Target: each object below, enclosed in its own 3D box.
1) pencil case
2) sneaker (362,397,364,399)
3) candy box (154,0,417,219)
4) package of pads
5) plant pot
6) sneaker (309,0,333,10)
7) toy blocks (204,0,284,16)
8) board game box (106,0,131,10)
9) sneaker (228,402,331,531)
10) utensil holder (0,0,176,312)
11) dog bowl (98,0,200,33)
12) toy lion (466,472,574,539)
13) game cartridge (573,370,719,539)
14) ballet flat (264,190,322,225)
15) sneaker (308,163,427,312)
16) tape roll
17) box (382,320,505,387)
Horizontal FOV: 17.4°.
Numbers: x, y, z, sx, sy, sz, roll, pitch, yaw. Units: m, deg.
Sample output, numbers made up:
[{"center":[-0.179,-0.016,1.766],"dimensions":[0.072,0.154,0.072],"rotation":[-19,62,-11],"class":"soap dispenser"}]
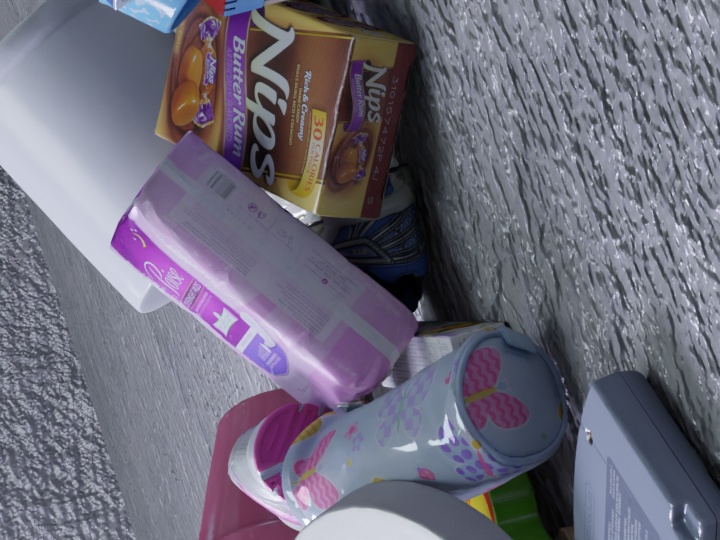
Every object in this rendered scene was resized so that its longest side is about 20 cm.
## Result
[{"center":[0.036,0.101,1.399],"dimensions":[0.200,0.083,0.091],"rotation":[-31,34,51],"class":"pencil case"},{"center":[-0.055,0.029,1.850],"dimensions":[0.082,0.077,0.201],"rotation":[-169,65,-82],"class":"sneaker"},{"center":[-0.052,-0.117,1.526],"dimensions":[0.200,0.056,0.117],"rotation":[27,109,49],"class":"candy box"},{"center":[-0.063,0.008,1.518],"dimensions":[0.200,0.076,0.121],"rotation":[39,160,-1],"class":"package of pads"},{"center":[-0.040,0.194,1.763],"dimensions":[0.200,0.199,0.180],"rotation":[96,171,-56],"class":"plant pot"},{"center":[-0.059,-0.196,1.650],"dimensions":[0.090,0.067,0.200],"rotation":[101,152,-44],"class":"sneaker"},{"center":[-0.025,-0.211,1.328],"dimensions":[0.200,0.136,0.100],"rotation":[113,140,-68],"class":"toy blocks"},{"center":[-0.072,-0.266,1.322],"dimensions":[0.043,0.199,0.200],"rotation":[47,155,23],"class":"board game box"},{"center":[-0.003,0.143,1.564],"dimensions":[0.088,0.200,0.082],"rotation":[-5,58,58],"class":"sneaker"},{"center":[-0.172,-0.092,1.742],"dimensions":[0.200,0.170,0.170],"rotation":[48,162,8],"class":"utensil holder"},{"center":[-0.087,-0.235,1.491],"dimensions":[0.050,0.200,0.111],"rotation":[37,-169,-2],"class":"dog bowl"},{"center":[0.102,0.202,1.453],"dimensions":[0.192,0.068,0.201],"rotation":[-124,22,-71],"class":"toy lion"},{"center":[0.152,0.155,1.236],"dimensions":[0.133,0.040,0.201],"rotation":[-124,23,-44],"class":"game cartridge"},{"center":[-0.041,-0.049,1.704],"dimensions":[0.200,0.072,0.068],"rotation":[124,128,-72],"class":"ballet flat"},{"center":[0.000,0.000,1.597],"dimensions":[0.200,0.077,0.085],"rotation":[124,125,-73],"class":"sneaker"},{"center":[0.039,0.219,1.369],"dimensions":[0.202,0.037,0.204],"rotation":[21,126,33],"class":"tape roll"},{"center":[0.052,0.055,1.518],"dimensions":[0.200,0.039,0.042],"rotation":[173,83,-76],"class":"box"}]
